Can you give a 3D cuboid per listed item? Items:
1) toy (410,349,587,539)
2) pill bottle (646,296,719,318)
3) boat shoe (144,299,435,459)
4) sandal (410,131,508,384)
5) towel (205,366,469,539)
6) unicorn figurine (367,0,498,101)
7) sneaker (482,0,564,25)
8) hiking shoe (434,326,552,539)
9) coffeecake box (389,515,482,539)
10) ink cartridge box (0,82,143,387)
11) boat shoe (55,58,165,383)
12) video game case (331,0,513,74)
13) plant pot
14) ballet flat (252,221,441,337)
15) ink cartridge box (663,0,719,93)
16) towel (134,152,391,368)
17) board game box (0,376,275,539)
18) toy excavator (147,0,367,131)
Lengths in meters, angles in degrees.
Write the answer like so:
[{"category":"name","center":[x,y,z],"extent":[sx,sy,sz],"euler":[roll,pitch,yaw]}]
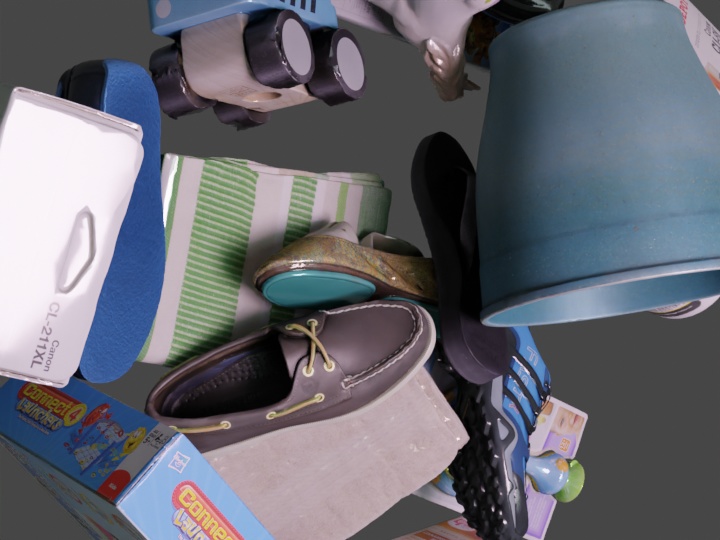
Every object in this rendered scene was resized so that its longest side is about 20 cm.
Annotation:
[{"category":"toy","center":[0.108,0.141,1.284],"extent":[0.199,0.047,0.116],"euler":[27,82,-38]},{"category":"pill bottle","center":[0.198,-0.042,1.270],"extent":[0.199,0.114,0.115],"euler":[22,86,-38]},{"category":"boat shoe","center":[-0.046,0.069,1.083],"extent":[0.200,0.072,0.061],"euler":[-24,154,2]},{"category":"sandal","center":[0.082,-0.014,1.160],"extent":[0.076,0.043,0.201],"euler":[27,44,-45]},{"category":"towel","center":[-0.029,0.131,1.154],"extent":[0.199,0.034,0.133],"euler":[-34,120,-3]},{"category":"unicorn figurine","center":[0.055,-0.192,1.107],"extent":[0.074,0.200,0.138],"euler":[-33,91,-21]},{"category":"sneaker","center":[0.093,-0.254,1.140],"extent":[0.071,0.083,0.200],"euler":[-43,122,-22]},{"category":"hiking shoe","center":[0.112,0.104,1.215],"extent":[0.086,0.074,0.201],"euler":[1,73,-27]},{"category":"coffeecake box","center":[0.027,0.292,1.240],"extent":[0.199,0.073,0.155],"euler":[-12,106,-35]},{"category":"ink cartridge box","center":[-0.219,-0.034,0.900],"extent":[0.083,0.200,0.147],"euler":[18,89,-38]},{"category":"boat shoe","center":[-0.165,-0.032,1.031],"extent":[0.084,0.068,0.201],"euler":[8,90,-51]},{"category":"video game case","center":[0.052,-0.234,1.178],"extent":[0.199,0.018,0.144],"euler":[14,91,-38]},{"category":"plant pot","center":[0.164,-0.073,1.084],"extent":[0.199,0.200,0.189],"euler":[-3,80,-37]},{"category":"ballet flat","center":[0.000,0.000,1.140],"extent":[0.199,0.071,0.071],"euler":[14,91,-42]},{"category":"ink cartridge box","center":[0.269,-0.109,1.242],"extent":[0.200,0.083,0.145],"euler":[42,29,-10]},{"category":"towel","center":[-0.069,-0.002,1.136],"extent":[0.199,0.023,0.154],"euler":[5,98,-39]},{"category":"board game box","center":[-0.124,0.159,1.018],"extent":[0.056,0.195,0.200],"euler":[-48,124,-19]},{"category":"toy excavator","center":[-0.092,-0.203,1.023],"extent":[0.194,0.099,0.201],"euler":[7,73,-60]}]
